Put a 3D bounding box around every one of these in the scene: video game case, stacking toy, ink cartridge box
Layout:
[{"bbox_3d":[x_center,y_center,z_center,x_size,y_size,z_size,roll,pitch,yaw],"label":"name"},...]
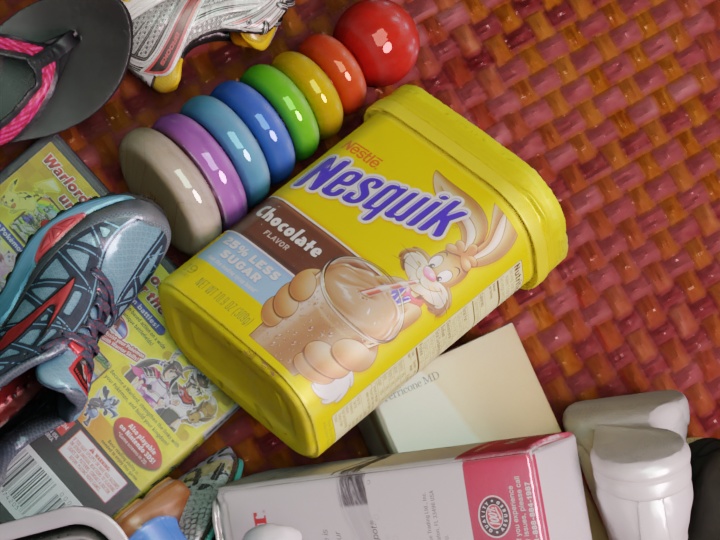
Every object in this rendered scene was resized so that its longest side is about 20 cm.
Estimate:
[{"bbox_3d":[-0.183,0.049,1.537,0.181,0.026,0.200,-42,89,-14],"label":"video game case"},{"bbox_3d":[-0.045,-0.095,1.568,0.200,0.085,0.086,-36,88,-21],"label":"stacking toy"},{"bbox_3d":[0.029,0.176,1.463,0.199,0.085,0.147,-9,92,24],"label":"ink cartridge box"}]

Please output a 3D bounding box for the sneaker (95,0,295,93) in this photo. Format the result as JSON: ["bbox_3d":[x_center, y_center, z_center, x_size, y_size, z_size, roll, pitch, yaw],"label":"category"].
[{"bbox_3d":[-0.063,-0.178,1.580,0.199,0.078,0.082,-32,91,-5],"label":"sneaker"}]

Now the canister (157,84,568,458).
[{"bbox_3d":[0.000,0.000,1.513,0.200,0.087,0.148,-39,56,-21],"label":"canister"}]

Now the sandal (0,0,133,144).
[{"bbox_3d":[-0.222,-0.102,1.525,0.199,0.045,0.076,-24,92,-1],"label":"sandal"}]

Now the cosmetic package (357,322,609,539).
[{"bbox_3d":[0.081,0.144,1.544,0.105,0.071,0.201,-24,85,-13],"label":"cosmetic package"}]

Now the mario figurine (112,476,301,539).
[{"bbox_3d":[-0.059,0.208,1.426,0.106,0.124,0.200,-38,81,-16],"label":"mario figurine"}]

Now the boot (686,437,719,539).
[{"bbox_3d":[0.207,0.194,1.524,0.077,0.138,0.202,-2,81,-10],"label":"boot"}]

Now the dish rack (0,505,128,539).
[{"bbox_3d":[-0.173,0.231,1.395,0.170,0.044,0.202,-16,95,15],"label":"dish rack"}]

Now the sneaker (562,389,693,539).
[{"bbox_3d":[0.160,0.126,1.512,0.075,0.200,0.089,-9,101,6],"label":"sneaker"}]

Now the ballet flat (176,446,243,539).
[{"bbox_3d":[-0.130,0.186,1.497,0.072,0.072,0.202,22,77,-6],"label":"ballet flat"}]

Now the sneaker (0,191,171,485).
[{"bbox_3d":[-0.168,0.046,1.470,0.200,0.095,0.079,-48,135,-8],"label":"sneaker"}]
